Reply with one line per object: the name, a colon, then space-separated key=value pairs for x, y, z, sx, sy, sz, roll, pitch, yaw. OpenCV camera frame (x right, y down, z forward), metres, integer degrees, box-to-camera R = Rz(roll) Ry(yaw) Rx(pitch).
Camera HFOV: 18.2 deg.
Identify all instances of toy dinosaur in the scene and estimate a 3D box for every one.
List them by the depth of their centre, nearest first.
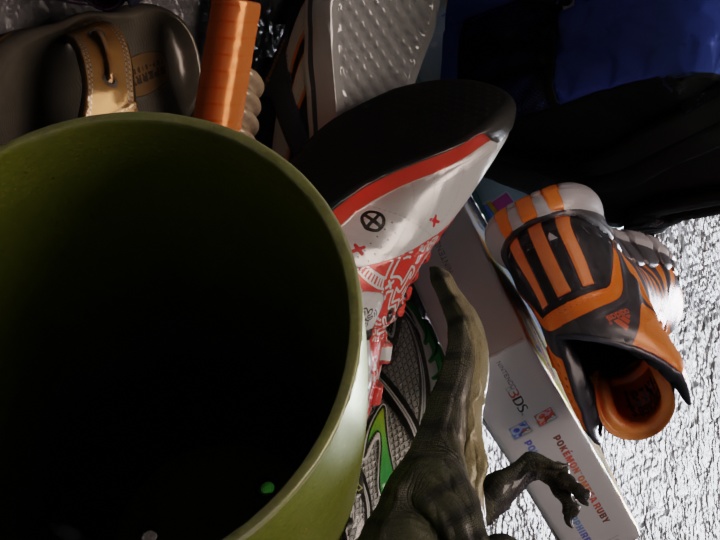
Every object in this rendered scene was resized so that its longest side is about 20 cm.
toy dinosaur: x=0.043 y=0.093 z=0.868 sx=0.047 sy=0.088 sz=0.200 roll=121 pitch=-10 yaw=-59

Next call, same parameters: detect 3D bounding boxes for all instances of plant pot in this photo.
plant pot: x=-0.073 y=0.070 z=0.862 sx=0.200 sy=0.187 sz=0.187 roll=69 pitch=27 yaw=-60

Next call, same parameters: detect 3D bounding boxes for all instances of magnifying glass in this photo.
magnifying glass: x=-0.069 y=-0.019 z=0.985 sx=0.080 sy=0.022 sz=0.200 roll=-2 pitch=100 yaw=-67

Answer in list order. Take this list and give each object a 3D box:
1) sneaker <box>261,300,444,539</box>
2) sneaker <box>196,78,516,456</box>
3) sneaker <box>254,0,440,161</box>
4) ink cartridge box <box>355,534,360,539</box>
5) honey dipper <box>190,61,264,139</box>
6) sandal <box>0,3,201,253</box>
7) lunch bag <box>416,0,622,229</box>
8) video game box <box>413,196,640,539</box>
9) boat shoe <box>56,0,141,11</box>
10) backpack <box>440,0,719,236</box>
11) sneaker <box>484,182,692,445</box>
sneaker: x=-0.008 y=0.091 z=1.083 sx=0.085 sy=0.078 sz=0.200 roll=34 pitch=52 yaw=-47
sneaker: x=-0.001 y=0.000 z=1.011 sx=0.201 sy=0.067 sz=0.108 roll=-39 pitch=134 yaw=-35
sneaker: x=-0.016 y=-0.093 z=1.079 sx=0.078 sy=0.079 sz=0.200 roll=10 pitch=86 yaw=-44
ink cartridge box: x=0.020 y=0.180 z=0.961 sx=0.068 sy=0.116 sz=0.200 roll=-56 pitch=-178 yaw=-30
honey dipper: x=-0.057 y=-0.139 z=1.062 sx=0.038 sy=0.038 sz=0.200 roll=43 pitch=47 yaw=-54
sandal: x=-0.106 y=-0.066 z=0.929 sx=0.200 sy=0.055 sz=0.082 roll=-35 pitch=119 yaw=-62
lunch bag: x=0.100 y=-0.094 z=1.272 sx=0.161 sy=0.077 sz=0.200 roll=61 pitch=20 yaw=-11
video game box: x=0.069 y=0.030 z=1.184 sx=0.182 sy=0.047 sz=0.200 roll=54 pitch=9 yaw=-44
boat shoe: x=-0.091 y=-0.150 z=0.968 sx=0.200 sy=0.075 sz=0.093 roll=16 pitch=78 yaw=-54
backpack: x=0.151 y=-0.116 z=1.087 sx=0.162 sy=0.200 sz=0.168 roll=13 pitch=77 yaw=-36
sneaker: x=0.124 y=0.037 z=1.109 sx=0.200 sy=0.078 sz=0.112 roll=26 pitch=39 yaw=-61
